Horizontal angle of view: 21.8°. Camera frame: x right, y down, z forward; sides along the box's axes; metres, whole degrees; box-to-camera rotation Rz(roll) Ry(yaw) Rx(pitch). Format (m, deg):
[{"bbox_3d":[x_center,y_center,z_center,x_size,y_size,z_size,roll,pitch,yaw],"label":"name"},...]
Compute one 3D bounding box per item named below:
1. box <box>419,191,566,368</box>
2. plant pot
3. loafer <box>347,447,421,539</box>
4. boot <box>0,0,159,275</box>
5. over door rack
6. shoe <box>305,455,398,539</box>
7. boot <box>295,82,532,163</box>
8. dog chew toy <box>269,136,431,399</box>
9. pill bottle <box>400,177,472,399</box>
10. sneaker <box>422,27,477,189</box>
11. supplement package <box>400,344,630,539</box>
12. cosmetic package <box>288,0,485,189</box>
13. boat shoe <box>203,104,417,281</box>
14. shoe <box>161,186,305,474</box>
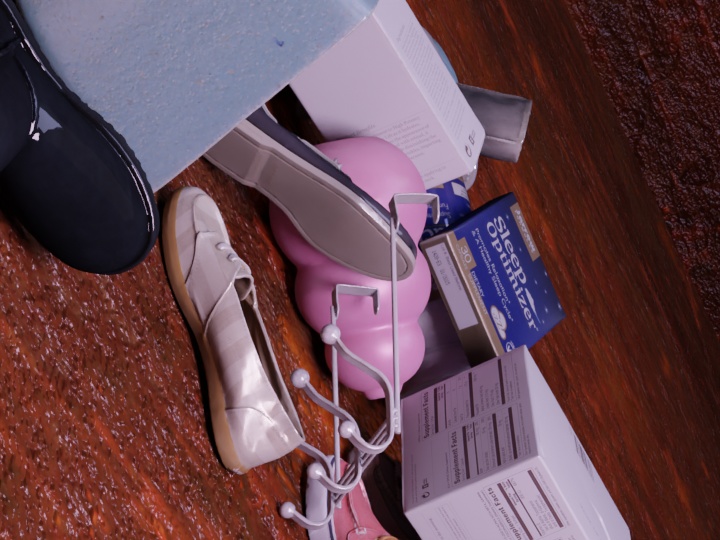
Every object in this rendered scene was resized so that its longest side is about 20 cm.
[{"bbox_3d":[0.119,0.005,1.567,0.121,0.032,0.200,66,26,-4],"label":"box"},{"bbox_3d":[-0.117,-0.208,1.196,0.200,0.196,0.196,48,23,-15],"label":"plant pot"},{"bbox_3d":[0.056,0.207,1.477,0.072,0.063,0.200,-85,151,-54],"label":"loafer"},{"bbox_3d":[-0.189,-0.058,0.962,0.200,0.076,0.168,58,15,-15],"label":"boot"},{"bbox_3d":[-0.011,0.058,1.272,0.148,0.066,0.200,124,-19,-56],"label":"over door rack"},{"bbox_3d":[0.024,0.216,1.311,0.071,0.091,0.200,43,31,-58],"label":"shoe"},{"bbox_3d":[0.050,-0.156,1.630,0.182,0.200,0.073,-81,176,-62],"label":"boot"},{"bbox_3d":[0.000,0.000,1.452,0.125,0.124,0.200,-5,84,-73],"label":"dog chew toy"},{"bbox_3d":[0.054,0.011,1.606,0.116,0.116,0.200,33,40,-64],"label":"pill bottle"},{"bbox_3d":[0.087,-0.175,2.010,0.082,0.074,0.200,10,63,-68],"label":"sneaker"},{"bbox_3d":[0.123,0.190,1.409,0.200,0.111,0.156,60,14,-25],"label":"supplement package"},{"bbox_3d":[0.007,-0.156,1.494,0.200,0.102,0.074,58,28,-24],"label":"cosmetic package"},{"bbox_3d":[-0.033,-0.071,1.360,0.200,0.073,0.063,37,52,-4],"label":"boat shoe"},{"bbox_3d":[-0.083,0.034,1.243,0.070,0.053,0.200,25,48,-67],"label":"shoe"}]
